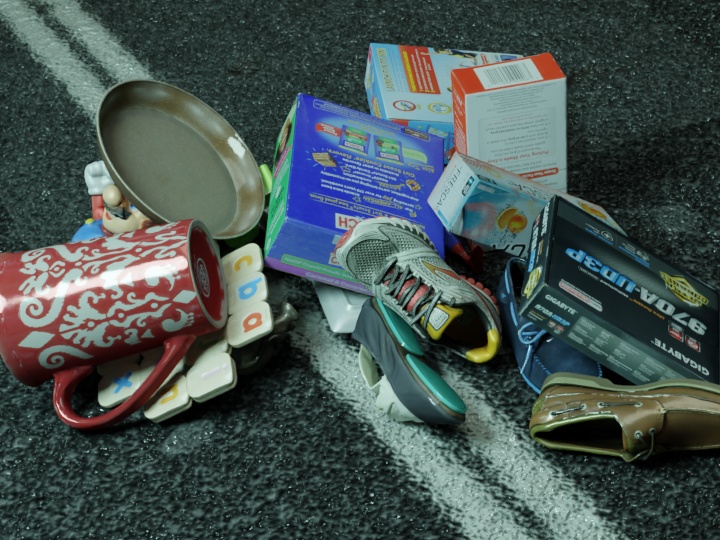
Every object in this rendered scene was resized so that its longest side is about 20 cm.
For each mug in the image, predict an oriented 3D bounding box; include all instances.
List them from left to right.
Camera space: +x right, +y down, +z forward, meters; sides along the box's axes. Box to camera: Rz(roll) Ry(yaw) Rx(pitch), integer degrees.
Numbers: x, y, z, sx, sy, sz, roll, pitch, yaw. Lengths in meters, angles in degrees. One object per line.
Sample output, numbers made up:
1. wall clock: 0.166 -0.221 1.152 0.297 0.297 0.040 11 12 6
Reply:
1. mug: -0.231 0.044 1.567 0.199 0.178 0.133 -14 18 11

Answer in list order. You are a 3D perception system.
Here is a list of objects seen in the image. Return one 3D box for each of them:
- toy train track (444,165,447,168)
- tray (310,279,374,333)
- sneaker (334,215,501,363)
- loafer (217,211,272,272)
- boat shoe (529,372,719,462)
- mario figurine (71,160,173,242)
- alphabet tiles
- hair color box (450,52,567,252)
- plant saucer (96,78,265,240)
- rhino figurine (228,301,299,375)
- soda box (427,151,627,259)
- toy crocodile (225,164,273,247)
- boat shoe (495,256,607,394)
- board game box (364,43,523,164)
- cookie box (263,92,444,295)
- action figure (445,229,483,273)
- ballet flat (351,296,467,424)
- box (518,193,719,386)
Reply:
1. toy train track: 0.044 -0.148 1.936 0.200 0.033 0.115 27 46 37
2. tray: 0.000 0.000 1.717 0.107 0.022 0.200 -4 33 -14
3. sneaker: 0.063 0.018 1.560 0.200 0.078 0.082 32 19 -22
4. loafer: -0.146 -0.060 1.795 0.073 0.072 0.200 -29 41 -31
5. boat shoe: 0.250 0.141 1.455 0.199 0.072 0.068 0 37 25
6. mario figurine: -0.273 -0.041 1.681 0.200 0.124 0.106 -43 -3 7
7. alphabet tiles: -0.175 0.055 1.604 0.195 0.015 0.200 -26 45 13
8. hair color box: 0.159 -0.122 1.731 0.110 0.201 0.064 -10 35 -7
9. plant saucer: -0.187 -0.106 1.651 0.200 0.032 0.201 29 38 -25
10. rhino figurine: -0.150 0.043 1.652 0.087 0.060 0.200 -45 45 -19
11. soda box: 0.171 -0.052 1.664 0.199 0.064 0.068 18 23 -29
12. toy crocodile: -0.173 -0.046 1.736 0.200 0.062 0.068 -31 62 13
13. boat shoe: 0.174 0.058 1.580 0.084 0.069 0.200 -17 36 -17
14. board game box: 0.112 -0.197 1.943 0.195 0.056 0.200 3 33 -8
15. cookie box: -0.004 -0.073 1.681 0.171 0.075 0.200 16 42 -12
16. action figure: 0.064 -0.057 1.788 0.065 0.052 0.200 -23 36 -16
17. ballet flat: 0.039 0.100 1.546 0.073 0.073 0.200 -15 37 -14
18. box: 0.248 0.031 1.542 0.200 0.046 0.159 31 35 -9
